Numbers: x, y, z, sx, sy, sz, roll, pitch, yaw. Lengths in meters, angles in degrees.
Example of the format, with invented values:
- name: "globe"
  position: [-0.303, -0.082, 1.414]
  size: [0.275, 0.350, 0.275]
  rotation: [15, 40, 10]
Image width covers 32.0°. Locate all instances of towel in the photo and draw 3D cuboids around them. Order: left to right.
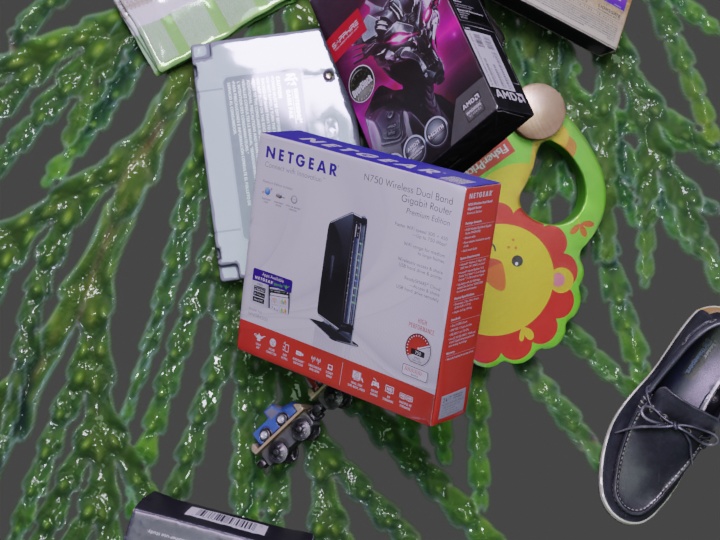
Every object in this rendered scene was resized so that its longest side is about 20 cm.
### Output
- name: "towel"
  position: [-0.162, -0.287, 1.075]
  size: [0.149, 0.031, 0.201]
  rotation: [-30, 87, -1]

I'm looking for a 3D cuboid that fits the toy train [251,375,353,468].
- name: "toy train"
  position: [-0.020, 0.088, 1.031]
  size: [0.200, 0.034, 0.046]
  rotation: [-46, 71, 10]

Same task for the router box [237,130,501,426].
- name: "router box"
  position: [0.000, 0.000, 0.959]
  size: [0.199, 0.049, 0.180]
  rotation: [18, 108, 36]

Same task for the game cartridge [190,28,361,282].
- name: "game cartridge"
  position: [-0.065, -0.097, 1.056]
  size: [0.133, 0.040, 0.201]
  rotation: [-7, 91, 2]

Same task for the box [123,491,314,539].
- name: "box"
  position: [-0.130, 0.296, 1.003]
  size: [0.147, 0.104, 0.201]
  rotation: [16, 87, 0]

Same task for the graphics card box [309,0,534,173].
- name: "graphics card box"
  position: [0.043, -0.169, 0.983]
  size: [0.125, 0.051, 0.201]
  rotation: [-37, 64, 36]

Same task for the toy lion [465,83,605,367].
- name: "toy lion"
  position: [0.122, -0.027, 1.050]
  size: [0.200, 0.069, 0.192]
  rotation: [-36, 94, -3]

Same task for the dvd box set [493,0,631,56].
- name: "dvd box set"
  position: [0.177, -0.300, 1.045]
  size: [0.146, 0.029, 0.201]
  rotation: [22, 80, -20]

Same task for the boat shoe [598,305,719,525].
- name: "boat shoe"
  position: [0.260, 0.119, 1.038]
  size: [0.074, 0.062, 0.201]
  rotation: [31, 88, 0]

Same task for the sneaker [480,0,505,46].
- name: "sneaker"
  position: [0.078, -0.271, 1.053]
  size: [0.083, 0.077, 0.201]
  rotation: [-23, 88, 2]
